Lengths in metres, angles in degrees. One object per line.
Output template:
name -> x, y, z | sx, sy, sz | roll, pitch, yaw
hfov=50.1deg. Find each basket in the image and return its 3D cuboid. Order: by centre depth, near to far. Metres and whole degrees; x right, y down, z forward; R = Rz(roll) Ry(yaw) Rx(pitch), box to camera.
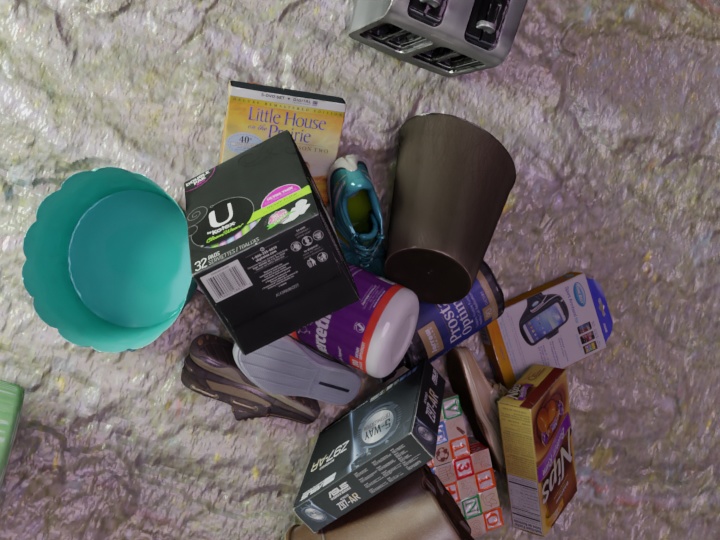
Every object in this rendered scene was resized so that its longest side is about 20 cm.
basket -> 0.107, -0.071, 0.988 | 0.178, 0.136, 0.203 | 30, 54, -19

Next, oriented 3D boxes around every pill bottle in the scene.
pill bottle -> -0.033, 0.044, 0.951 | 0.197, 0.112, 0.114 | 23, 86, 20
pill bottle -> 0.088, 0.063, 1.044 | 0.198, 0.112, 0.113 | -32, 100, -12

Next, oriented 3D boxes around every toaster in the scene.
toaster -> 0.090, -0.343, 0.995 | 0.178, 0.199, 0.121 | 16, 91, -23

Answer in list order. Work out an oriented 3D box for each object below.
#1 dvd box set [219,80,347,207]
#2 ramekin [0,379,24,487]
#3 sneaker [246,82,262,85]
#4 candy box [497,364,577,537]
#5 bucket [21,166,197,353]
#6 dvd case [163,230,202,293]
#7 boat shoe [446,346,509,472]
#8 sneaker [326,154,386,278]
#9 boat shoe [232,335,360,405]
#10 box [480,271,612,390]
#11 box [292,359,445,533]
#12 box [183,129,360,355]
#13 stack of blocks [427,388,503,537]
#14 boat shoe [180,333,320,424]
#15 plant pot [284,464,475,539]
dvd box set -> -0.104, -0.124, 0.956 | 0.143, 0.030, 0.203 | 5, 118, -16
ramekin -> -0.449, 0.210, 0.862 | 0.096, 0.199, 0.204 | 17, 88, -23
sneaker -> -0.088, -0.162, 0.995 | 0.200, 0.090, 0.070 | 43, 82, -13
candy box -> 0.251, 0.250, 1.080 | 0.116, 0.056, 0.204 | -31, 119, -45
bucket -> -0.282, -0.013, 0.911 | 0.202, 0.135, 0.212 | 0, 91, -4
dvd case -> -0.138, -0.012, 1.023 | 0.198, 0.025, 0.152 | 35, 83, -15
boat shoe -> 0.182, 0.189, 1.097 | 0.064, 0.072, 0.203 | -28, 105, -12
sneaker -> -0.002, -0.043, 0.969 | 0.076, 0.080, 0.203 | -18, 125, -9
boat shoe -> -0.087, 0.123, 0.993 | 0.198, 0.062, 0.073 | 29, 93, -37
box -> 0.276, 0.086, 1.135 | 0.197, 0.041, 0.121 | -22, 98, -16
box -> 0.014, 0.217, 0.964 | 0.199, 0.161, 0.044 | -38, 103, 25
box -> -0.105, -0.037, 0.866 | 0.146, 0.201, 0.126 | -25, 126, 2
stack of blocks -> 0.123, 0.274, 1.090 | 0.113, 0.058, 0.204 | -14, 96, -14
boat shoe -> -0.146, 0.155, 1.014 | 0.198, 0.075, 0.074 | 31, 110, -19
plant pot -> 0.039, 0.360, 0.976 | 0.197, 0.200, 0.202 | -35, 101, 3
